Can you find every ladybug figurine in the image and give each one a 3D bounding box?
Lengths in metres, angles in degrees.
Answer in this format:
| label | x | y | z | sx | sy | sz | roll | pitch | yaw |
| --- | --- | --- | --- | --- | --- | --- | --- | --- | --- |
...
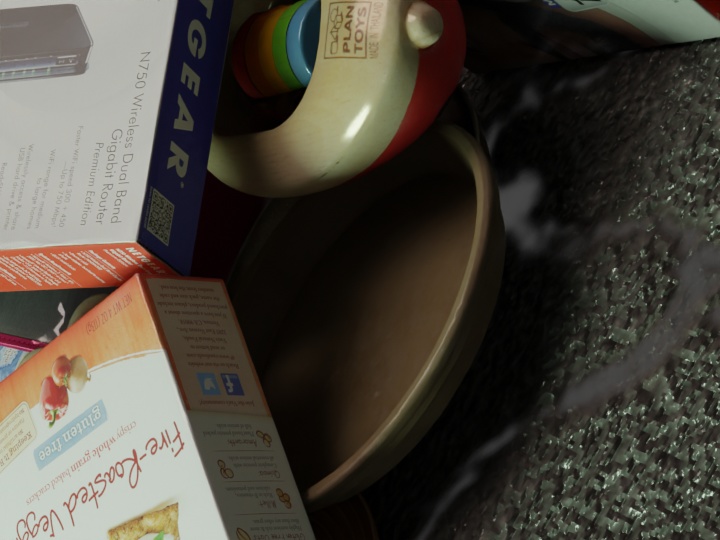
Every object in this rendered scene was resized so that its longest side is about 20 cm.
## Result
| label | x | y | z | sx | sy | sz | roll | pitch | yaw |
| --- | --- | --- | --- | --- | --- | --- | --- | --- | --- |
| ladybug figurine | -0.014 | -0.098 | 1.166 | 0.200 | 0.072 | 0.136 | 3 | 86 | 59 |

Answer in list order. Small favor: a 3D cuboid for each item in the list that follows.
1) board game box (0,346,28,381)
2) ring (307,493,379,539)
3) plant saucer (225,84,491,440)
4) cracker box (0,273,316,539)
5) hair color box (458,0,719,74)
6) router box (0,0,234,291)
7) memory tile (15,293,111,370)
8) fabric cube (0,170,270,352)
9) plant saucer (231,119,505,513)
| label | x | y | z | sx | sy | sz | roll | pitch | yaw |
| --- | --- | --- | --- | --- | --- | --- | --- | --- | --- |
| board game box | -0.189 | 0.107 | 1.429 | 0.199 | 0.043 | 0.200 | -19 | 46 | 51 |
| ring | -0.053 | 0.183 | 1.153 | 0.200 | 0.019 | 0.201 | -39 | 33 | 31 |
| plant saucer | 0.000 | 0.000 | 1.237 | 0.200 | 0.034 | 0.201 | -41 | 31 | 32 |
| cracker box | -0.088 | 0.120 | 1.098 | 0.134 | 0.058 | 0.200 | -37 | 64 | 34 |
| hair color box | 0.081 | -0.150 | 1.173 | 0.200 | 0.111 | 0.064 | -1 | 60 | 59 |
| router box | -0.150 | -0.091 | 1.167 | 0.179 | 0.049 | 0.201 | -3 | 67 | 26 |
| memory tile | -0.120 | 0.125 | 1.178 | 0.153 | 0.017 | 0.200 | -37 | 64 | 35 |
| fabric cube | -0.157 | -0.084 | 1.328 | 0.199 | 0.196 | 0.200 | 11 | 66 | 29 |
| plant saucer | -0.003 | 0.025 | 1.150 | 0.200 | 0.029 | 0.200 | -39 | 33 | 31 |
